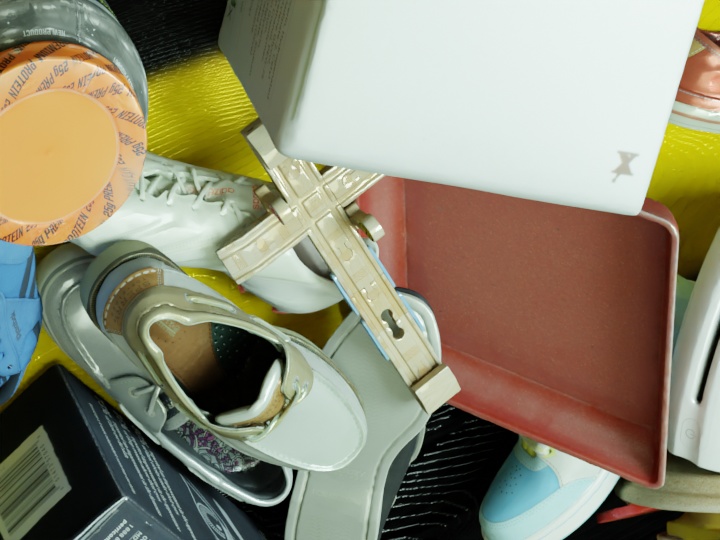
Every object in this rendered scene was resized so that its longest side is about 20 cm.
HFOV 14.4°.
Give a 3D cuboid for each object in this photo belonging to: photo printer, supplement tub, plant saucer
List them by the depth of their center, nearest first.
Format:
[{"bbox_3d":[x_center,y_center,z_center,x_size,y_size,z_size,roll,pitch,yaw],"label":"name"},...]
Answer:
[{"bbox_3d":[-0.175,-0.099,1.383,0.122,0.200,0.123,-9,120,-17],"label":"supplement tub"},{"bbox_3d":[0.089,0.007,1.563,0.037,0.199,0.201,-49,149,-37],"label":"plant saucer"},{"bbox_3d":[0.252,0.031,1.655,0.199,0.069,0.167,-6,117,-54],"label":"photo printer"}]

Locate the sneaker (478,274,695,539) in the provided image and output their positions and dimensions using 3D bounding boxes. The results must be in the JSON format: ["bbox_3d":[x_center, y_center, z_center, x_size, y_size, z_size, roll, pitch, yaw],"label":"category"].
[{"bbox_3d":[0.111,0.063,1.667,0.130,0.079,0.200,38,89,-36],"label":"sneaker"}]

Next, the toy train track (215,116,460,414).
[{"bbox_3d":[0.000,0.000,1.518,0.114,0.033,0.201,-38,119,-8],"label":"toy train track"}]

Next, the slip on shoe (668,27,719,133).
[{"bbox_3d":[0.259,-0.110,1.637,0.199,0.074,0.062,4,113,-19],"label":"slip on shoe"}]

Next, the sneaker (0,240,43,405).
[{"bbox_3d":[-0.194,0.023,1.450,0.065,0.200,0.079,-5,77,-2],"label":"sneaker"}]

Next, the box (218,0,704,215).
[{"bbox_3d":[0.056,-0.158,1.446,0.198,0.171,0.201,9,111,-18],"label":"box"}]

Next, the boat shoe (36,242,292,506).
[{"bbox_3d":[-0.106,0.063,1.581,0.072,0.069,0.200,-37,125,0],"label":"boat shoe"}]

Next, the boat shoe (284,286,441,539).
[{"bbox_3d":[0.004,0.088,1.631,0.073,0.060,0.201,15,121,5],"label":"boat shoe"}]

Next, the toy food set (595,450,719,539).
[{"bbox_3d":[0.243,0.134,1.698,0.197,0.200,0.049,-4,94,-24],"label":"toy food set"}]

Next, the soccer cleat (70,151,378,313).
[{"bbox_3d":[-0.080,-0.029,1.531,0.199,0.070,0.077,20,150,-35],"label":"soccer cleat"}]

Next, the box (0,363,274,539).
[{"bbox_3d":[-0.122,0.171,1.587,0.104,0.148,0.200,-43,124,5],"label":"box"}]

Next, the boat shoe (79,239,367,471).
[{"bbox_3d":[-0.064,0.060,1.516,0.200,0.068,0.075,33,98,-37],"label":"boat shoe"}]
